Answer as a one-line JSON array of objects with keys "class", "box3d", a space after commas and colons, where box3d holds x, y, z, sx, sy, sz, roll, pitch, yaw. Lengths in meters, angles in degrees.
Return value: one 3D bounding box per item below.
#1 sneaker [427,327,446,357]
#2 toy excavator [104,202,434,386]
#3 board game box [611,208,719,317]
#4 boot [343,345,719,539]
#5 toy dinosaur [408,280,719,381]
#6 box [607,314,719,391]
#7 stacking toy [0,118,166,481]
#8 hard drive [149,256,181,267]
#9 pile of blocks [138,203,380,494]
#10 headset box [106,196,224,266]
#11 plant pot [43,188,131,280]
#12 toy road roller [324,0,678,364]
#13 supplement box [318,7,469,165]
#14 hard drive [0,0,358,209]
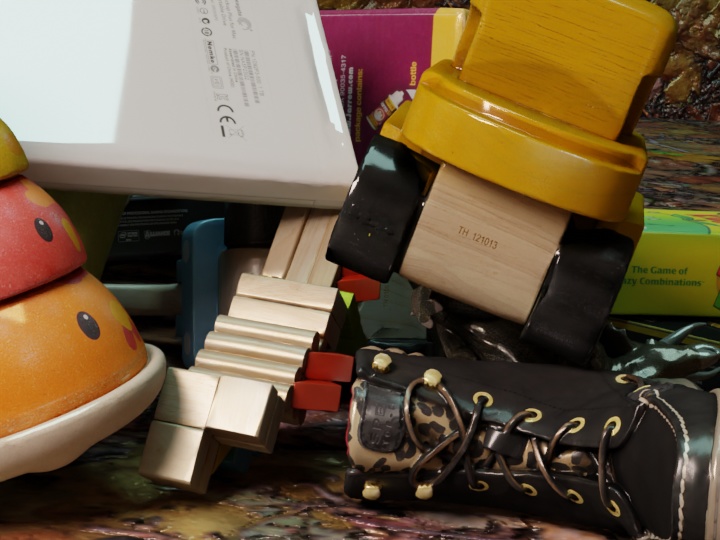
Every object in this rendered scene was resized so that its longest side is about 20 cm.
[{"class": "sneaker", "box3d": [0.000, 0.000, 1.051, 0.200, 0.075, 0.082, 6, 27, 12]}, {"class": "toy excavator", "box3d": [-0.074, 0.017, 0.979, 0.194, 0.100, 0.200, 0, -4, -21]}, {"class": "board game box", "box3d": [0.212, -0.004, 1.023, 0.200, 0.048, 0.102, 2, 8, -11]}, {"class": "boot", "box3d": [0.069, 0.070, 0.714, 0.150, 0.073, 0.200, 6, 6, 1]}, {"class": "toy dinosaur", "box3d": [0.072, 0.036, 0.888, 0.200, 0.077, 0.102, 21, 9, 11]}, {"class": "box", "box3d": [0.228, 0.051, 0.986, 0.159, 0.049, 0.200, -2, 11, -42]}, {"class": "stacking toy", "box3d": [-0.169, -0.020, 0.703, 0.146, 0.200, 0.146, -15, 11, 3]}, {"class": "hard drive", "box3d": [-0.168, -0.095, 1.253, 0.038, 0.200, 0.140, -35, 26, -22]}, {"class": "pile of blocks", "box3d": [-0.028, 0.044, 0.797, 0.062, 0.082, 0.200, 9, 34, 16]}, {"class": "headset box", "box3d": [-0.184, -0.038, 1.114, 0.148, 0.075, 0.200, -5, -2, -45]}, {"class": "plant pot", "box3d": [-0.189, -0.035, 0.870, 0.200, 0.200, 0.190, 3, 40, -8]}, {"class": "toy road roller", "box3d": [0.074, -0.059, 0.786, 0.123, 0.146, 0.200, 23, 13, 3]}, {"class": "supplement box", "box3d": [0.005, -0.092, 1.035, 0.200, 0.103, 0.131, 5, 3, 35]}, {"class": "hard drive", "box3d": [-0.107, -0.091, 0.825, 0.200, 0.026, 0.132, 3, 52, -22]}]
